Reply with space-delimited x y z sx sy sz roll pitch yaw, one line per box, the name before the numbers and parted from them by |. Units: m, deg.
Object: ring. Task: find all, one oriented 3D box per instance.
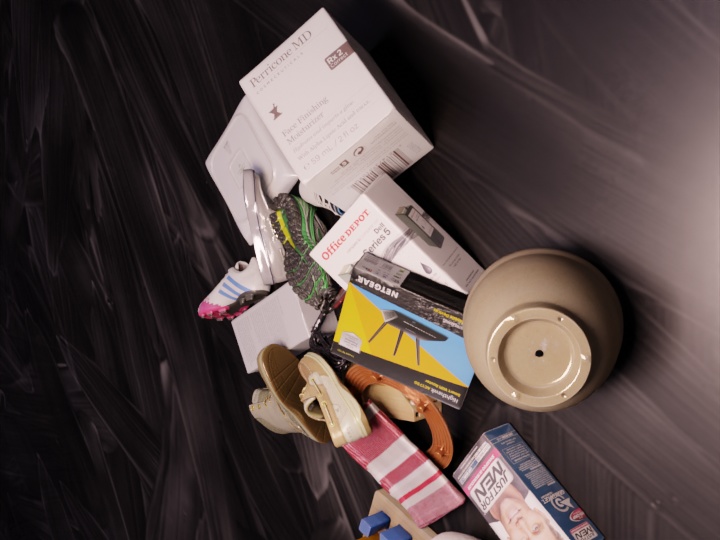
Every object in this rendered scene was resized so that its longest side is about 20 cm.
ring | 0.050 0.220 1.413 0.200 0.019 0.201 28 140 26

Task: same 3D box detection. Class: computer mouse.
computer mouse | -0.007 0.057 1.498 0.140 0.046 0.201 22 87 61

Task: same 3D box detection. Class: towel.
towel | 0.055 0.293 1.441 0.200 0.023 0.144 45 144 6

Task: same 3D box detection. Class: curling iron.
curling iron | 0.000 0.000 1.447 0.200 0.049 0.026 -44 70 20

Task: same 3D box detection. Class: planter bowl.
planter bowl | 0.214 0.084 1.150 0.199 0.135 0.202 3 103 12

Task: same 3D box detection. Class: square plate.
square plate | -0.202 -0.179 1.701 0.200 0.028 0.199 -49 62 40

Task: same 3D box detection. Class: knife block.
knife block | 0.017 0.194 1.506 0.200 0.064 0.176 52 132 27

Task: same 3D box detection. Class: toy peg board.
toy peg board | 0.045 0.489 1.506 0.200 0.097 0.200 34 121 38

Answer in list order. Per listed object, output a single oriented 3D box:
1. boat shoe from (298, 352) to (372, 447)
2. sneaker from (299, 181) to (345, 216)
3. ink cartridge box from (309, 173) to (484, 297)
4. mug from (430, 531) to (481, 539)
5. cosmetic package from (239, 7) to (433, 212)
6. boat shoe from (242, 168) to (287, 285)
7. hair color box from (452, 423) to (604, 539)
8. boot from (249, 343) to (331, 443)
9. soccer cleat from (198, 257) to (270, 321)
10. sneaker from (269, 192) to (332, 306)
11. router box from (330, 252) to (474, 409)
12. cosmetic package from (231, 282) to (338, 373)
boat shoe | -0.055 0.189 1.424 0.200 0.066 0.074 41 157 55
sneaker | -0.034 -0.117 1.491 0.199 0.072 0.072 14 122 45
ink cartridge box | 0.049 -0.012 1.353 0.200 0.084 0.146 44 127 0
mug | 0.148 0.478 1.347 0.175 0.147 0.201 37 112 39
cosmetic package | -0.032 -0.222 1.367 0.165 0.165 0.201 -38 67 11
boat shoe | -0.155 -0.076 1.633 0.072 0.065 0.202 -147 45 -83
hair color box | 0.223 0.319 1.306 0.200 0.060 0.100 50 130 28
boot | -0.142 0.208 1.636 0.154 0.072 0.201 -3 127 51
soccer cleat | -0.227 0.034 1.751 0.199 0.070 0.087 -23 65 45
sneaker | -0.076 -0.035 1.543 0.078 0.085 0.201 -37 61 42
router box | 0.071 0.082 1.306 0.199 0.051 0.150 23 123 12
cosmetic package | -0.130 0.094 1.642 0.200 0.071 0.102 -32 73 46
